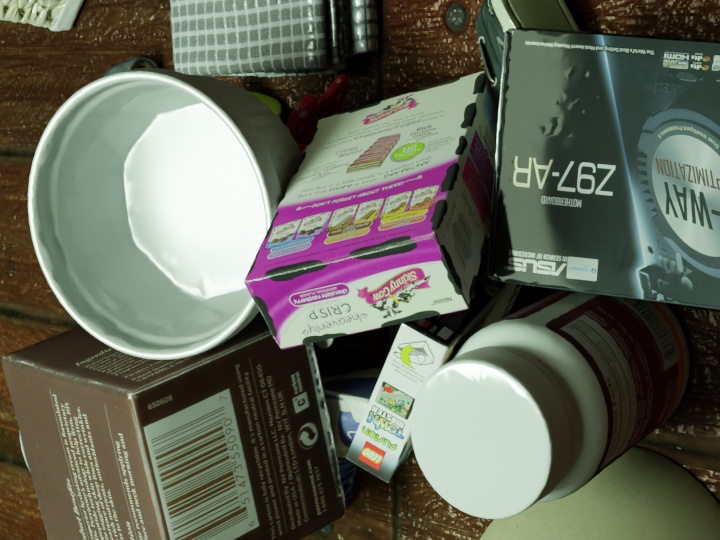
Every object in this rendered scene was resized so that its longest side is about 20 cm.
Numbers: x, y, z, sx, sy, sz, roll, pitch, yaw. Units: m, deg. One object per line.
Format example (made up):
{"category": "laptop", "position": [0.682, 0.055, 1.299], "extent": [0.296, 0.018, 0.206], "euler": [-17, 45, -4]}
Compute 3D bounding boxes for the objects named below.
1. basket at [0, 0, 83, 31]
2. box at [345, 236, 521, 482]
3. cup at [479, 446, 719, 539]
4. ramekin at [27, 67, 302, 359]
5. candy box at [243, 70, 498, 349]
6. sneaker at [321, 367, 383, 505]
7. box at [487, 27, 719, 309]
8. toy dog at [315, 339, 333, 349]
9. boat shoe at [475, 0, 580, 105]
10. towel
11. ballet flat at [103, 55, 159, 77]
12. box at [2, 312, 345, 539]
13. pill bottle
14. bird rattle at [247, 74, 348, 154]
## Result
{"category": "basket", "position": [-0.353, -0.344, 1.443], "extent": [0.200, 0.122, 0.136], "euler": [50, 126, 30]}
{"category": "box", "position": [0.060, 0.052, 1.020], "extent": [0.034, 0.200, 0.111], "euler": [28, 117, 12]}
{"category": "cup", "position": [0.142, 0.228, 0.996], "extent": [0.199, 0.142, 0.203], "euler": [7, 100, 45]}
{"category": "ramekin", "position": [-0.128, -0.047, 1.069], "extent": [0.198, 0.105, 0.203], "euler": [6, 104, 22]}
{"category": "candy box", "position": [0.018, -0.042, 0.982], "extent": [0.135, 0.201, 0.061], "euler": [-13, 122, 24]}
{"category": "sneaker", "position": [-0.022, 0.145, 1.209], "extent": [0.198, 0.080, 0.117], "euler": [-9, 95, 49]}
{"category": "box", "position": [0.183, -0.064, 0.928], "extent": [0.197, 0.043, 0.163], "euler": [8, 102, 18]}
{"category": "toy dog", "position": [0.000, 0.000, 1.149], "extent": [0.097, 0.132, 0.199], "euler": [48, 143, -10]}
{"category": "boat shoe", "position": [0.130, -0.104, 1.017], "extent": [0.201, 0.074, 0.066], "euler": [63, 148, 4]}
{"category": "towel", "position": [-0.080, -0.240, 1.204], "extent": [0.198, 0.085, 0.168], "euler": [3, 99, 45]}
{"category": "ballet flat", "position": [-0.183, -0.108, 1.338], "extent": [0.073, 0.072, 0.202], "euler": [-41, 58, 41]}
{"category": "box", "position": [-0.144, 0.126, 1.144], "extent": [0.199, 0.163, 0.168], "euler": [8, 115, 49]}
{"category": "pill bottle", "position": [0.122, 0.078, 0.944], "extent": [0.113, 0.199, 0.116], "euler": [9, 107, 32]}
{"category": "bird rattle", "position": [-0.092, -0.083, 1.187], "extent": [0.199, 0.162, 0.114], "euler": [17, 127, 57]}
